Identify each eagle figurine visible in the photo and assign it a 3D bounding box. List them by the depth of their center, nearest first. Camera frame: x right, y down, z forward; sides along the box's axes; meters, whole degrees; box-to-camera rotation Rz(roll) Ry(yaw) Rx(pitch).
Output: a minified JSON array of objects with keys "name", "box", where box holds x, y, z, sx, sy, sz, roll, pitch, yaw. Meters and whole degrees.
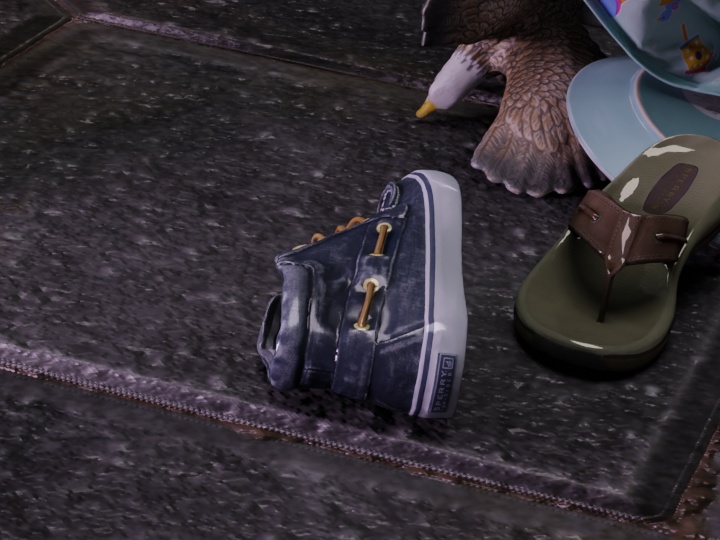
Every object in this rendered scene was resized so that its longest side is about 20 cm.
[{"name":"eagle figurine","box":[0.090,-0.136,1.602,0.151,0.152,0.200,15,10,-11]}]

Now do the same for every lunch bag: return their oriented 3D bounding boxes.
[{"name":"lunch bag","box":[0.169,-0.205,1.547,0.200,0.122,0.171,45,20,-25]}]

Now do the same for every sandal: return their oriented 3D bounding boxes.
[{"name":"sandal","box":[0.135,-0.020,1.379,0.079,0.058,0.201,15,42,19]}]

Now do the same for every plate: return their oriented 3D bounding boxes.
[{"name":"plate","box":[0.211,-0.070,1.523,0.199,0.026,0.201,16,34,-11]}]

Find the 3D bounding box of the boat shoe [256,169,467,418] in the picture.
[{"name":"boat shoe","box":[0.000,0.000,1.305,0.090,0.071,0.200,9,24,-6]}]
